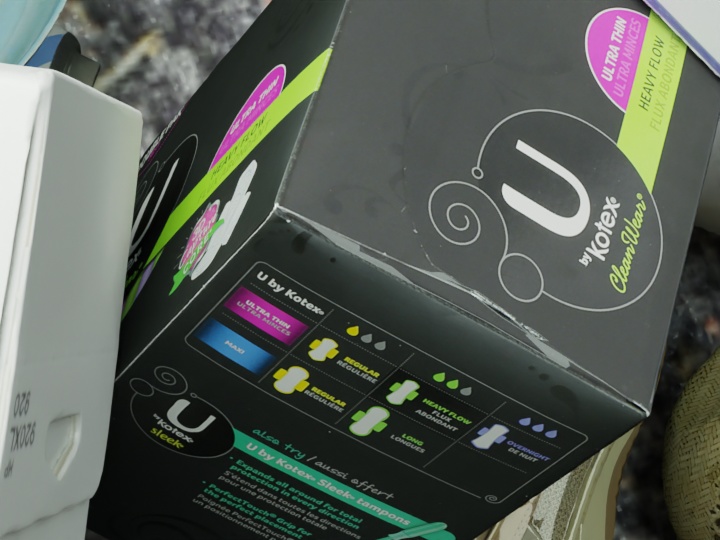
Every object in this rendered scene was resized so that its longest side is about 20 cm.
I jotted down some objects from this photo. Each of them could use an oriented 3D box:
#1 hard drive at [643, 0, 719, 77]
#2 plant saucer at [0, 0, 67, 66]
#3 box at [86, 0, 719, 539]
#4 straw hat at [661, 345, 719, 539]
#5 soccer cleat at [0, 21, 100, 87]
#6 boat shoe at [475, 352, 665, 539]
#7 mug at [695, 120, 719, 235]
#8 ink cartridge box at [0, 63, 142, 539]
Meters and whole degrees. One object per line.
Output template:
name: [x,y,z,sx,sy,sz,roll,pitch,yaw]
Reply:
hard drive: [0.165,-0.108,0.725,0.132,0.025,0.200,44,44,-8]
plant saucer: [-0.187,-0.107,0.719,0.199,0.027,0.201,2,61,-3]
box: [0.000,0.000,0.696,0.124,0.200,0.149,28,52,-14]
straw hat: [0.156,0.070,0.819,0.085,0.201,0.201,19,56,27]
soccer cleat: [-0.150,-0.001,0.720,0.086,0.070,0.200,17,62,-4]
boat shoe: [0.060,0.047,0.795,0.064,0.071,0.201,22,65,-19]
mug: [0.196,-0.067,0.836,0.175,0.200,0.148,-4,114,-22]
ink cartridge box: [-0.171,0.009,0.585,0.199,0.147,0.145,9,91,4]
